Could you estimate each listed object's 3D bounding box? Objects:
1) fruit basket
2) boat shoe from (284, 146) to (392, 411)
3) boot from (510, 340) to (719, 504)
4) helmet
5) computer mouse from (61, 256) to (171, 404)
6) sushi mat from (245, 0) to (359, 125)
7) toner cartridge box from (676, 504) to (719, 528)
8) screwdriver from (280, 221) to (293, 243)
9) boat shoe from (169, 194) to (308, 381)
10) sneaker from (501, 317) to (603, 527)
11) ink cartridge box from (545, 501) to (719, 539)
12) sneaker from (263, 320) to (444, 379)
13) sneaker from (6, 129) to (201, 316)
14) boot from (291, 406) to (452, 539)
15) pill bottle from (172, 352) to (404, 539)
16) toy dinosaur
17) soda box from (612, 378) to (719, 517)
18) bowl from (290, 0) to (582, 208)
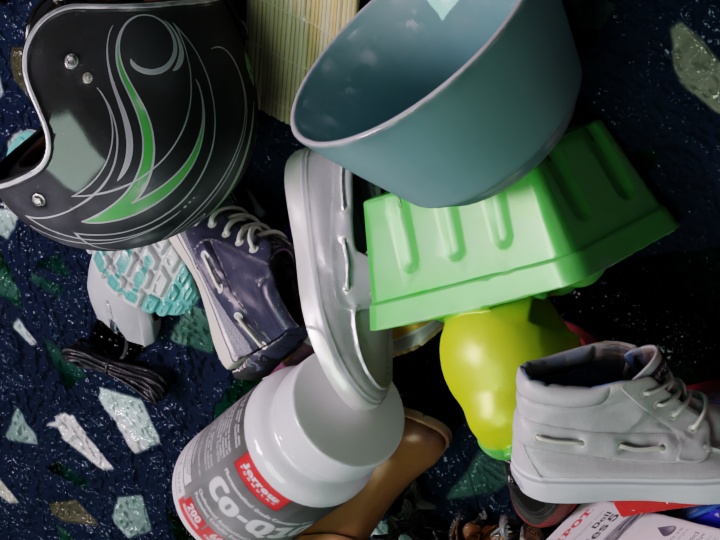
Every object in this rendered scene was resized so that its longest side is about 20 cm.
[{"bbox_3d":[0.109,0.020,1.347,0.215,0.155,0.216,18,119,36],"label":"fruit basket"},{"bbox_3d":[0.000,0.000,1.431,0.068,0.072,0.200,-17,74,30],"label":"boat shoe"},{"bbox_3d":[0.196,0.094,1.260,0.200,0.074,0.096,-5,120,-3],"label":"boot"},{"bbox_3d":[-0.175,-0.110,1.438,0.200,0.200,0.191,9,107,34],"label":"helmet"},{"bbox_3d":[-0.211,0.033,1.703,0.110,0.044,0.200,29,136,19],"label":"computer mouse"},{"bbox_3d":[-0.043,-0.184,1.414,0.096,0.012,0.200,28,136,23],"label":"sushi mat"},{"bbox_3d":[0.329,0.234,1.431,0.200,0.043,0.095,48,138,-4],"label":"toner cartridge box"},{"bbox_3d":[-0.046,-0.043,1.521,0.028,0.029,0.200,42,139,3],"label":"screwdriver"},{"bbox_3d":[-0.091,-0.023,1.512,0.093,0.075,0.200,-34,76,45],"label":"boat shoe"},{"bbox_3d":[0.132,0.131,1.466,0.071,0.098,0.201,23,136,20],"label":"sneaker"},{"bbox_3d":[0.190,0.253,1.429,0.084,0.145,0.200,53,162,-16],"label":"ink cartridge box"},{"bbox_3d":[-0.017,0.029,1.531,0.200,0.075,0.090,-20,100,39],"label":"sneaker"},{"bbox_3d":[-0.192,-0.048,1.588,0.200,0.091,0.078,46,119,10],"label":"sneaker"},{"bbox_3d":[-0.009,0.200,1.580,0.077,0.155,0.200,36,143,-20],"label":"boot"},{"bbox_3d":[-0.057,0.142,1.515,0.114,0.114,0.200,46,141,-2],"label":"pill bottle"},{"bbox_3d":[0.074,0.257,1.625,0.136,0.102,0.200,29,117,-7],"label":"toy dinosaur"},{"bbox_3d":[0.258,0.119,1.380,0.200,0.063,0.070,-16,111,45],"label":"soda box"},{"bbox_3d":[0.064,-0.118,1.264,0.201,0.201,0.105,-15,127,45],"label":"bowl"}]
